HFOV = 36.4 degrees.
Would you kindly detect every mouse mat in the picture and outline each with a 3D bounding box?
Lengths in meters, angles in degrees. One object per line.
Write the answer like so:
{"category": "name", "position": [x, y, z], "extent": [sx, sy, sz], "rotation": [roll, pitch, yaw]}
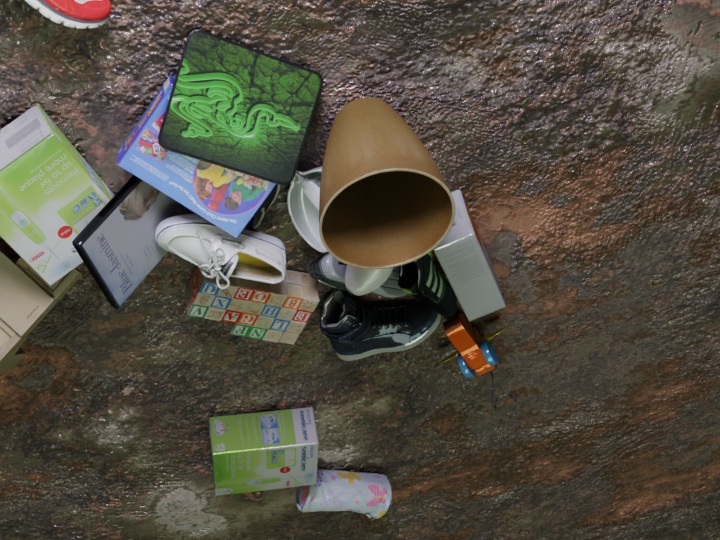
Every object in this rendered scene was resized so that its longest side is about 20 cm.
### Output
{"category": "mouse mat", "position": [-0.157, -0.214, 1.457], "extent": [0.198, 0.008, 0.163], "rotation": [15, 97, -23]}

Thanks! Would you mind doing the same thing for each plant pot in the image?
{"category": "plant pot", "position": [0.019, -0.138, 1.511], "extent": [0.183, 0.202, 0.188], "rotation": [-8, 139, -7]}

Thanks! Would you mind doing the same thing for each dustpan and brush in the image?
{"category": "dustpan and brush", "position": [-0.073, -0.121, 1.610], "extent": [0.139, 0.057, 0.200], "rotation": [-38, 103, 25]}

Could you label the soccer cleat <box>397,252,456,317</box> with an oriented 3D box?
{"category": "soccer cleat", "position": [0.101, 0.018, 1.785], "extent": [0.067, 0.081, 0.201], "rotation": [14, 147, 38]}

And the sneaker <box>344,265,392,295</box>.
{"category": "sneaker", "position": [0.037, -0.052, 1.661], "extent": [0.201, 0.070, 0.080], "rotation": [-53, 161, 3]}

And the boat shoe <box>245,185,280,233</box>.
{"category": "boat shoe", "position": [-0.171, -0.097, 1.602], "extent": [0.073, 0.061, 0.201], "rotation": [30, 133, 0]}

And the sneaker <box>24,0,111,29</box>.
{"category": "sneaker", "position": [-0.367, -0.355, 1.271], "extent": [0.199, 0.078, 0.085], "rotation": [28, 120, -37]}

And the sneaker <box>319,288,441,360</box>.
{"category": "sneaker", "position": [0.028, 0.077, 1.848], "extent": [0.200, 0.078, 0.147], "rotation": [-20, 141, 10]}

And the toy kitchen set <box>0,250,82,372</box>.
{"category": "toy kitchen set", "position": [-0.545, 0.028, 1.669], "extent": [0.163, 0.180, 0.200], "rotation": [42, 83, -3]}

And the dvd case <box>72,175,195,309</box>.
{"category": "dvd case", "position": [-0.311, -0.062, 1.549], "extent": [0.017, 0.201, 0.143], "rotation": [22, 151, 29]}

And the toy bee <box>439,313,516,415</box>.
{"category": "toy bee", "position": [0.206, 0.153, 1.976], "extent": [0.129, 0.109, 0.202], "rotation": [-9, 115, 8]}

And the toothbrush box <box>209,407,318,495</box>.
{"category": "toothbrush box", "position": [-0.183, 0.343, 2.073], "extent": [0.197, 0.087, 0.147], "rotation": [-5, 138, -11]}

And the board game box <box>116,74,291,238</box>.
{"category": "board game box", "position": [-0.213, -0.153, 1.497], "extent": [0.199, 0.045, 0.135], "rotation": [33, 105, -25]}

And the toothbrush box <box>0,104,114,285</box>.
{"category": "toothbrush box", "position": [-0.433, -0.100, 1.499], "extent": [0.145, 0.086, 0.201], "rotation": [-35, 139, -4]}

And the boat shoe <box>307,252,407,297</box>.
{"category": "boat shoe", "position": [0.000, 0.000, 1.767], "extent": [0.198, 0.073, 0.070], "rotation": [16, 164, -42]}

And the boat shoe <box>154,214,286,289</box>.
{"category": "boat shoe", "position": [-0.198, -0.016, 1.575], "extent": [0.200, 0.087, 0.075], "rotation": [16, 131, -27]}

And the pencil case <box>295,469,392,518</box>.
{"category": "pencil case", "position": [-0.035, 0.458, 2.250], "extent": [0.197, 0.083, 0.092], "rotation": [10, 112, -23]}

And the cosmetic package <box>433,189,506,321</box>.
{"category": "cosmetic package", "position": [0.166, -0.022, 1.754], "extent": [0.070, 0.102, 0.201], "rotation": [-21, 139, 8]}

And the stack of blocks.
{"category": "stack of blocks", "position": [-0.180, 0.049, 1.777], "extent": [0.198, 0.059, 0.116], "rotation": [11, 134, -25]}
